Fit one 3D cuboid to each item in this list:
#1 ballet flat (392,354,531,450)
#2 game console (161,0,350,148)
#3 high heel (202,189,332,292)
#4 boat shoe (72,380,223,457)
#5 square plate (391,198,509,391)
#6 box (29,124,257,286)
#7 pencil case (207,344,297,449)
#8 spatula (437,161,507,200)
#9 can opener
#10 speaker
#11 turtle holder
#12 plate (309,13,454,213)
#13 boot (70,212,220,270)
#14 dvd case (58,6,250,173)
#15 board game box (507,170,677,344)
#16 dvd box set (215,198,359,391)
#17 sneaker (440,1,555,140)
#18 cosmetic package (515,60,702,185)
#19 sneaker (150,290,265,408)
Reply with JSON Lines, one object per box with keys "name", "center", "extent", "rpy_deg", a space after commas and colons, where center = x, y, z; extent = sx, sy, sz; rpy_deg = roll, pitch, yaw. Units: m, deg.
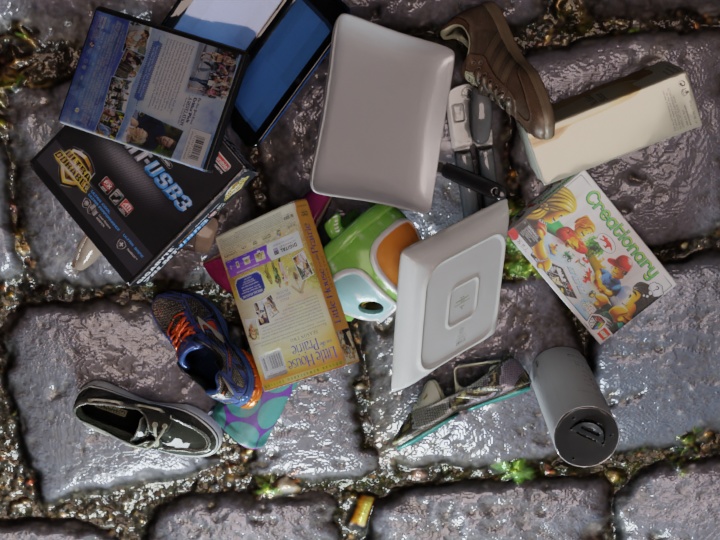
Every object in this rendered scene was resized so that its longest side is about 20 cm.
{"name": "ballet flat", "center": [0.123, 0.165, 1.614], "extent": [0.200, 0.072, 0.072], "rpy_deg": [-26, 107, 7]}
{"name": "game console", "center": [-0.133, -0.276, 1.430], "extent": [0.170, 0.118, 0.200], "rpy_deg": [36, 103, -12]}
{"name": "high heel", "center": [-0.111, -0.052, 1.532], "extent": [0.096, 0.067, 0.200], "rpy_deg": [34, 100, -2]}
{"name": "boat shoe", "center": [-0.278, 0.205, 1.609], "extent": [0.199, 0.064, 0.071], "rpy_deg": [18, 107, -7]}
{"name": "square plate", "center": [0.116, 0.033, 1.496], "extent": [0.028, 0.200, 0.199], "rpy_deg": [27, 128, 36]}
{"name": "box", "center": [-0.254, -0.120, 1.441], "extent": [0.198, 0.050, 0.200], "rpy_deg": [-43, 79, 11]}
{"name": "pencil case", "center": [-0.114, 0.124, 1.570], "extent": [0.085, 0.092, 0.201], "rpy_deg": [28, 106, -7]}
{"name": "spatula", "center": [0.086, -0.129, 1.501], "extent": [0.199, 0.021, 0.057], "rpy_deg": [23, 102, 10]}
{"name": "can opener", "center": [0.141, -0.132, 1.514], "extent": [0.052, 0.067, 0.201], "rpy_deg": [-9, 113, 0]}
{"name": "speaker", "center": [0.264, 0.166, 1.538], "extent": [0.081, 0.200, 0.082], "rpy_deg": [0, 108, -1]}
{"name": "turtle holder", "center": [-0.002, 0.001, 1.499], "extent": [0.185, 0.141, 0.132], "rpy_deg": [-42, 88, 26]}
{"name": "plate", "center": [0.021, -0.177, 1.423], "extent": [0.199, 0.032, 0.201], "rpy_deg": [7, 93, -45]}
{"name": "boot", "center": [-0.251, -0.060, 1.523], "extent": [0.146, 0.070, 0.201], "rpy_deg": [27, 106, -12]}
{"name": "dvd case", "center": [-0.236, -0.208, 1.407], "extent": [0.199, 0.018, 0.143], "rpy_deg": [19, 90, 16]}
{"name": "board game box", "center": [0.291, -0.019, 1.566], "extent": [0.126, 0.035, 0.200], "rpy_deg": [-40, 104, 10]}
{"name": "dvd box set", "center": [-0.089, 0.032, 1.463], "extent": [0.146, 0.029, 0.201], "rpy_deg": [-22, 85, 41]}
{"name": "sneaker", "center": [0.159, -0.222, 1.435], "extent": [0.075, 0.201, 0.071], "rpy_deg": [-21, 150, -3]}
{"name": "cosmetic package", "center": [0.294, -0.178, 1.480], "extent": [0.199, 0.105, 0.071], "rpy_deg": [-21, 106, 4]}
{"name": "sneaker", "center": [-0.200, 0.091, 1.529], "extent": [0.200, 0.078, 0.076], "rpy_deg": [41, 108, 31]}
